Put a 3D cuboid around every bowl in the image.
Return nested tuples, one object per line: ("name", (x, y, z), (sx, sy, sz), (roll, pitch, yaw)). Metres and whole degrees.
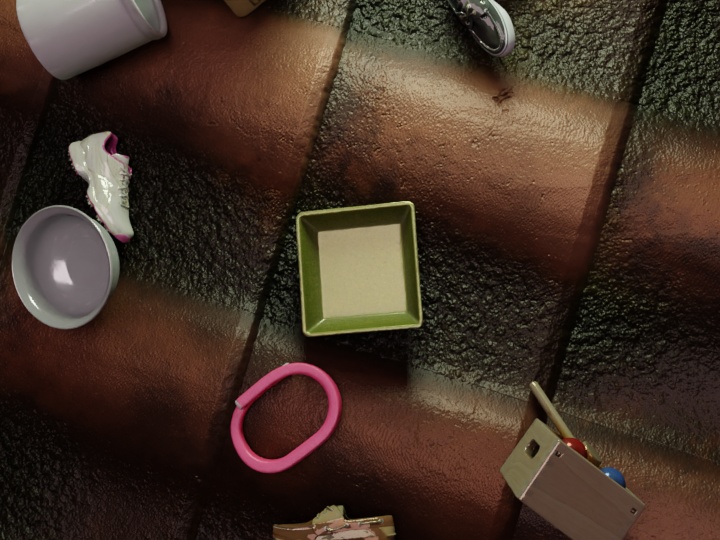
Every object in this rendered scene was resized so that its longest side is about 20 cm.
("bowl", (-0.479, -0.008, 1.622), (0.198, 0.090, 0.205), (2, 96, 19))

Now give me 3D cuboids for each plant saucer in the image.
("plant saucer", (0.000, 0.000, 1.561), (0.196, 0.048, 0.204), (-5, 84, 10))

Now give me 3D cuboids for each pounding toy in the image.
("pounding toy", (0.304, 0.289, 1.421), (0.183, 0.200, 0.143), (36, 92, -3))

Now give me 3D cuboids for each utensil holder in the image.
("utensil holder", (-0.455, -0.437, 1.630), (0.197, 0.170, 0.173), (-21, 81, 9))

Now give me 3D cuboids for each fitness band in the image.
("fitness band", (-0.123, 0.238, 1.567), (0.199, 0.037, 0.145), (-38, 79, 6))

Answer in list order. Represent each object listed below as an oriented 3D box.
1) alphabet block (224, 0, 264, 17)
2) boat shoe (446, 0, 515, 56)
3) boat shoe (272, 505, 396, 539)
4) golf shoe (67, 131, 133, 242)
("alphabet block", (-0.201, -0.575, 1.579), (0.195, 0.200, 0.197), (-35, 79, 5))
("boat shoe", (0.176, -0.427, 1.553), (0.069, 0.056, 0.202), (-46, 67, 45))
("boat shoe", (-0.039, 0.409, 1.521), (0.196, 0.076, 0.075), (4, 80, 3))
("golf shoe", (-0.426, -0.147, 1.645), (0.091, 0.075, 0.202), (-28, 81, 3))
